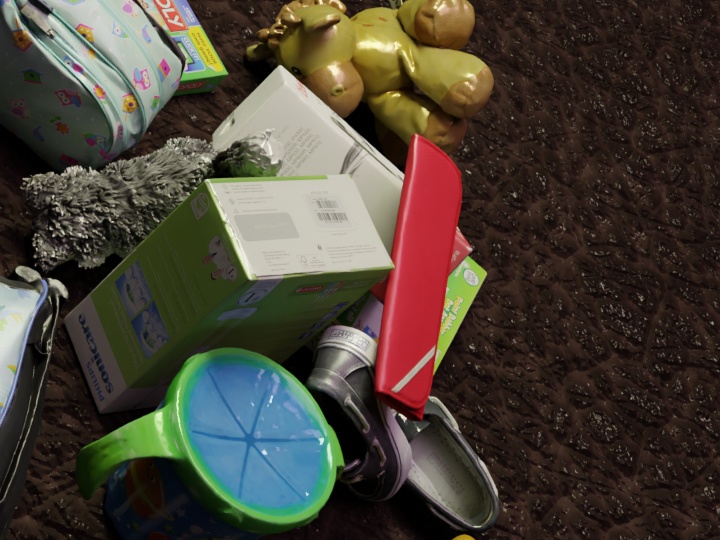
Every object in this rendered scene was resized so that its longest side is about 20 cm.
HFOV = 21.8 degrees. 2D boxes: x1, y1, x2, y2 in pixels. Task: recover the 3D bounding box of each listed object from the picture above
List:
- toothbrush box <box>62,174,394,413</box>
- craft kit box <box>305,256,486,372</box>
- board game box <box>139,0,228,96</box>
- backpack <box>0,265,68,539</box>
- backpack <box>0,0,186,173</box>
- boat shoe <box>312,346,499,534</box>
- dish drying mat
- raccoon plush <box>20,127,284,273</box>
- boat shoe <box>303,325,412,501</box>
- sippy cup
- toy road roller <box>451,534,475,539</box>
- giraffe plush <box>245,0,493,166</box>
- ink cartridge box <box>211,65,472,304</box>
[{"bbox_3d":[-0.098,0.018,1.366,0.146,0.200,0.086,-5,62,-45],"label":"toothbrush box"},{"bbox_3d":[0.000,0.000,1.603,0.198,0.049,0.200,41,39,-7],"label":"craft kit box"},{"bbox_3d":[-0.212,-0.236,1.601,0.135,0.029,0.200,-16,72,-48],"label":"board game box"},{"bbox_3d":[-0.275,0.109,1.146,0.147,0.183,0.200,12,48,-7],"label":"backpack"},{"bbox_3d":[-0.239,-0.175,1.442,0.200,0.167,0.127,43,58,-13],"label":"backpack"},{"bbox_3d":[0.041,0.128,1.497,0.200,0.060,0.076,45,83,-7],"label":"boat shoe"},{"bbox_3d":[0.044,0.005,1.382,0.077,0.018,0.200,36,59,-53],"label":"dish drying mat"},{"bbox_3d":[-0.162,-0.065,1.370,0.134,0.200,0.097,-4,63,-34],"label":"raccoon plush"},{"bbox_3d":[-0.008,0.126,1.406,0.072,0.200,0.068,17,56,17],"label":"boat shoe"},{"bbox_3d":[-0.107,0.143,1.311,0.178,0.130,0.140,37,41,-15],"label":"sippy cup"},{"bbox_3d":[0.031,0.270,1.327,0.123,0.146,0.200,50,38,1],"label":"toy road roller"},{"bbox_3d":[-0.004,-0.189,1.674,0.162,0.173,0.200,-4,54,-37],"label":"giraffe plush"},{"bbox_3d":[-0.017,-0.065,1.491,0.200,0.083,0.147,41,6,-11],"label":"ink cartridge box"}]
